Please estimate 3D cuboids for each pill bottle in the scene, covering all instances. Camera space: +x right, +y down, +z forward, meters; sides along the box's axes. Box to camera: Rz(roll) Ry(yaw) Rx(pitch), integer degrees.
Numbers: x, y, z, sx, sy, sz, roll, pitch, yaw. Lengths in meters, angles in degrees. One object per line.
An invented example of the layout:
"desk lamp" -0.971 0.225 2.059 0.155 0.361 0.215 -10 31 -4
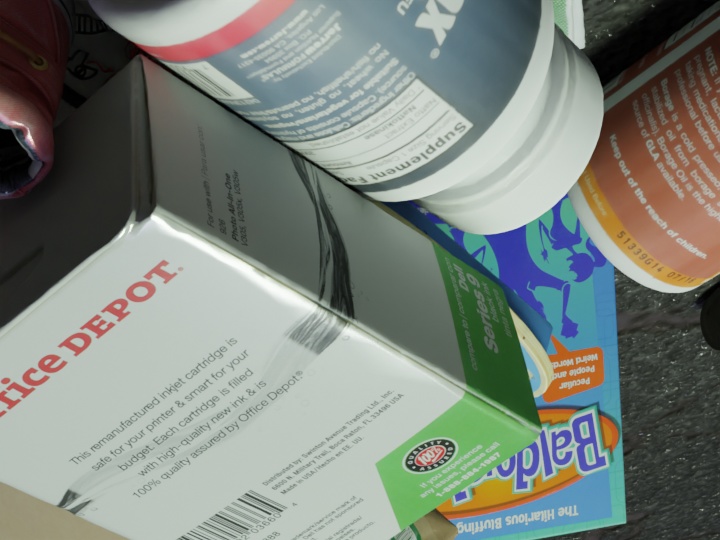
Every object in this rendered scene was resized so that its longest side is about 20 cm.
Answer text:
"pill bottle" 0.200 -0.080 0.889 0.112 0.113 0.200 9 146 -42
"pill bottle" 0.003 -0.096 0.692 0.119 0.120 0.200 -28 141 26

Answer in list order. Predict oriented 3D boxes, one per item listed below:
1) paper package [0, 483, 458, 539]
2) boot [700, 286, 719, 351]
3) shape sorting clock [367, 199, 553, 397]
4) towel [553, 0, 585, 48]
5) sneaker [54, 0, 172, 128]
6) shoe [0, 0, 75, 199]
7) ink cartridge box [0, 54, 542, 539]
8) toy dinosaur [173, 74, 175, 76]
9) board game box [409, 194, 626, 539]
"paper package" -0.087 0.130 0.935 0.191 0.200 0.103 -45 180 42
"boot" 0.357 0.015 1.235 0.199 0.069 0.188 3 149 -36
"shape sorting clock" 0.000 0.000 0.840 0.039 0.199 0.200 -57 161 -16
"towel" 0.002 -0.109 0.814 0.199 0.031 0.149 -16 155 1
"sneaker" -0.100 -0.047 0.740 0.108 0.067 0.202 -27 113 11
"shoe" -0.192 -0.086 0.617 0.199 0.091 0.072 16 131 -20
"ink cartridge box" -0.054 0.030 0.693 0.146 0.084 0.200 -36 132 26
"toy dinosaur" -0.156 -0.032 0.815 0.199 0.103 0.136 -12 143 39
"board game box" 0.062 0.046 0.987 0.151 0.201 0.045 -8 -169 -18
